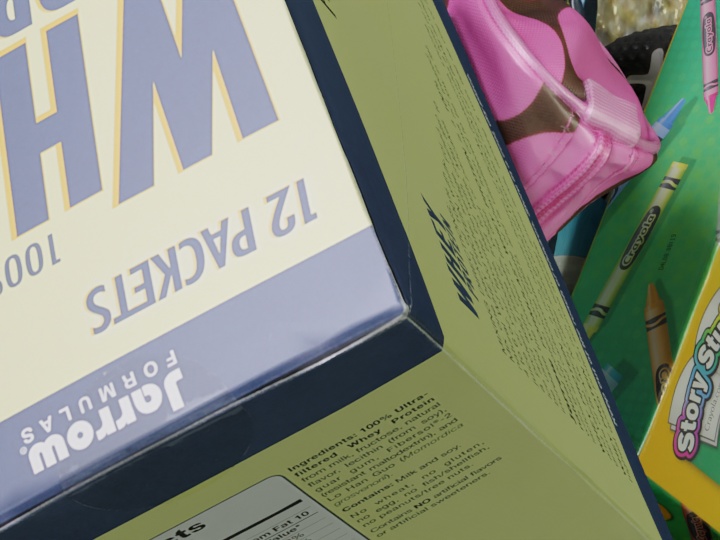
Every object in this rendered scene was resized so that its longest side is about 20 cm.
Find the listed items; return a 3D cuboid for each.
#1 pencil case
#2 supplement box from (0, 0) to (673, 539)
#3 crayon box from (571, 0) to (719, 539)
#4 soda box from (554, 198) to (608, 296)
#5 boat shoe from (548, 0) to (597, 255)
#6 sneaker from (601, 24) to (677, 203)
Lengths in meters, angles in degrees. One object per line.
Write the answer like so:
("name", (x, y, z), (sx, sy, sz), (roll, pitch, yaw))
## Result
("pencil case", (0.000, 0.000, 0.814), (0.091, 0.094, 0.200), (39, 101, -26))
("supplement box", (-0.041, -0.007, 0.665), (0.200, 0.134, 0.201), (42, 23, -59))
("crayon box", (0.141, 0.006, 0.962), (0.119, 0.058, 0.201), (38, 67, -38))
("soda box", (0.025, 0.052, 0.939), (0.068, 0.064, 0.201), (38, 60, -38))
("boat shoe", (0.032, -0.039, 0.892), (0.069, 0.084, 0.201), (100, -1, -68))
("sneaker", (0.100, 0.007, 1.021), (0.080, 0.073, 0.201), (23, 81, -45))
